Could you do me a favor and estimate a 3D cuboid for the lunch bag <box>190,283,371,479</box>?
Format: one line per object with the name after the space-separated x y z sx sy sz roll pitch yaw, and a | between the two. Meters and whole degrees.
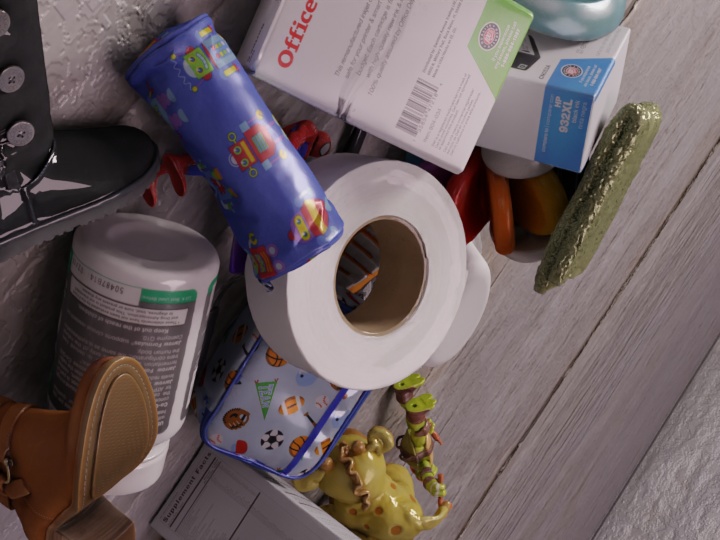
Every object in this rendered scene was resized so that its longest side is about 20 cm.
-0.059 0.101 0.994 0.159 0.076 0.201 30 102 -29 | lunch bag

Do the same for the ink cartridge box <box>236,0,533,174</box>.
0.018 -0.188 0.829 0.198 0.084 0.147 23 97 -23 | ink cartridge box

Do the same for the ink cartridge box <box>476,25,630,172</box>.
0.139 -0.187 0.970 0.145 0.198 0.084 -55 155 -43 | ink cartridge box

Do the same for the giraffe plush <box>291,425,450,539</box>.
-0.005 0.265 1.237 0.172 0.199 0.163 -42 117 -23 | giraffe plush

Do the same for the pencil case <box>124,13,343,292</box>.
-0.092 -0.087 0.756 0.078 0.087 0.201 -38 104 -22 | pencil case

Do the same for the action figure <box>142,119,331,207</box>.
-0.093 -0.092 0.858 0.199 0.065 0.052 -26 95 -46 | action figure

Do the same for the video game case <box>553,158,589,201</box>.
0.183 -0.156 1.103 0.019 0.201 0.144 -26 143 -12 | video game case

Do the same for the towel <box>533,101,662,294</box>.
0.234 -0.074 1.005 0.148 0.036 0.202 -21 138 -65 | towel

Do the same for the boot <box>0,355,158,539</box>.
-0.226 0.117 0.736 0.077 0.154 0.202 -36 146 -44 | boot

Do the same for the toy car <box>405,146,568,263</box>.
0.122 -0.093 1.076 0.149 0.200 0.176 -28 136 -13 | toy car

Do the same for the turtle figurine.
0.077 0.223 1.366 0.201 0.064 0.163 -93 173 -61 | turtle figurine

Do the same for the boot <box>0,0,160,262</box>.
-0.210 -0.123 0.655 0.165 0.065 0.202 -39 140 -37 | boot

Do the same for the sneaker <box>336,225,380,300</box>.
-0.011 0.008 1.068 0.201 0.078 0.077 -55 152 10 | sneaker

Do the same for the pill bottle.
-0.184 0.067 0.800 0.113 0.112 0.202 -14 126 -52 | pill bottle

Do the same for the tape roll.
0.000 0.000 0.898 0.201 0.070 0.205 -9 105 -36 | tape roll

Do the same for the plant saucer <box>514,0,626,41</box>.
0.171 -0.300 0.958 0.199 0.200 0.027 -33 166 -39 | plant saucer

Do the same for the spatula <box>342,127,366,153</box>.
0.008 -0.171 0.988 0.056 0.020 0.202 -15 128 -57 | spatula

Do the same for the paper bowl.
0.077 0.031 1.192 0.200 0.104 0.202 -39 145 -35 | paper bowl

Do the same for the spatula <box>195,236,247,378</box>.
-0.123 0.025 0.915 0.056 0.020 0.201 -26 149 -58 | spatula

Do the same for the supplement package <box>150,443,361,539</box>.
-0.094 0.276 1.035 0.114 0.199 0.110 -55 150 -7 | supplement package
